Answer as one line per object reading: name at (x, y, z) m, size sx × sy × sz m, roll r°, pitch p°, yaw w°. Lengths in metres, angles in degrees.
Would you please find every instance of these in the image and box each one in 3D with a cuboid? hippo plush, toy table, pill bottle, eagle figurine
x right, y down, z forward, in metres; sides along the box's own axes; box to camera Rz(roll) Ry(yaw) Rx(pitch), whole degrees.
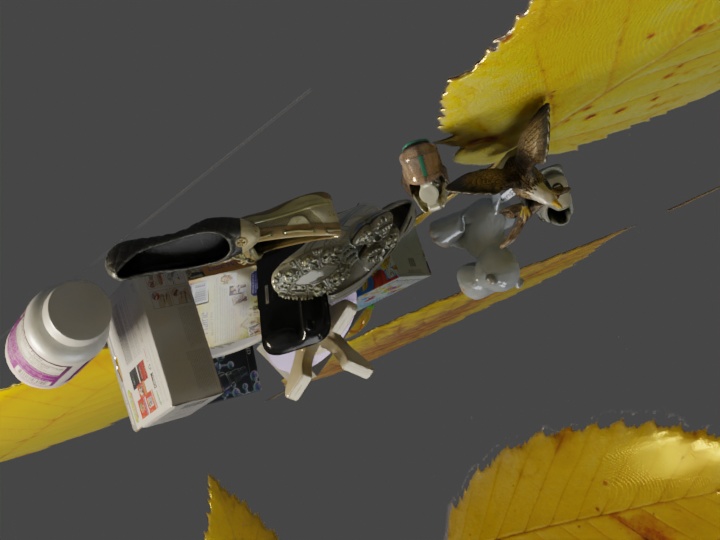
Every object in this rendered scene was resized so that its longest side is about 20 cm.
hippo plush at (0.233, -0.038, 1.515) m, size 0.158 × 0.162 × 0.199 m, roll -6°, pitch 163°, yaw -45°
toy table at (-0.070, 0.102, 1.358) m, size 0.182 × 0.117 × 0.201 m, roll 14°, pitch 114°, yaw -19°
pill bottle at (-0.405, 0.084, 1.176) m, size 0.112 × 0.113 × 0.200 m, roll -10°, pitch 165°, yaw -37°
eagle figurine at (0.212, -0.130, 1.161) m, size 0.150 × 0.153 × 0.200 m, roll 5°, pitch 163°, yaw 34°

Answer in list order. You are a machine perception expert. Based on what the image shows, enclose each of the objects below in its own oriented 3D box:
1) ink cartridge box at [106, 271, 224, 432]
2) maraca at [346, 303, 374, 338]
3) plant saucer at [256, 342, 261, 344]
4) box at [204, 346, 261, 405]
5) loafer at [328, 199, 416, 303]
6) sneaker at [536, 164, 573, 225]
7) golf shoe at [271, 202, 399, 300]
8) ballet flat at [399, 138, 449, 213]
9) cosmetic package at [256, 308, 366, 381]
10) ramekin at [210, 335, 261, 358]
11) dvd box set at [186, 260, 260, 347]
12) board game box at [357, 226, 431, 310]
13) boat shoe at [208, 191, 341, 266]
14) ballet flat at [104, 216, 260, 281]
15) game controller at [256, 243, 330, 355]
ink cartridge box at (-0.297, 0.116, 1.271) m, size 0.083 × 0.202 × 0.175 m, roll -11°, pitch 166°, yaw -37°
maraca at (-0.068, 0.091, 1.765) m, size 0.198 × 0.108 × 0.137 m, roll -12°, pitch 167°, yaw 8°
plant saucer at (-0.158, 0.141, 1.765) m, size 0.199 × 0.039 × 0.201 m, roll 14°, pitch 171°, yaw 2°
box at (-0.306, 0.177, 1.627) m, size 0.199 × 0.150 × 0.107 m, roll -11°, pitch 177°, yaw -38°
loafer at (0.007, -0.034, 1.288) m, size 0.200 × 0.070 × 0.070 m, roll -48°, pitch 172°, yaw -17°
sneaker at (0.331, -0.114, 1.519) m, size 0.073 × 0.089 × 0.200 m, roll -22°, pitch 170°, yaw 6°
golf shoe at (-0.045, -0.031, 1.224) m, size 0.199 × 0.097 × 0.079 m, roll -28°, pitch 130°, yaw -17°
ballet flat at (0.088, -0.115, 1.167) m, size 0.067 × 0.068 × 0.200 m, roll -20°, pitch 169°, yaw 10°
cosmetic package at (-0.082, 0.098, 1.563) m, size 0.090 × 0.107 × 0.200 m, roll -34°, pitch -167°, yaw 49°
ramekin at (-0.245, 0.089, 1.496) m, size 0.201 × 0.095 × 0.202 m, roll -19°, pitch 168°, yaw -4°
dvd box set at (-0.190, 0.047, 1.364) m, size 0.198 × 0.029 × 0.147 m, roll -14°, pitch 131°, yaw -24°
board game box at (0.000, 0.000, 1.460) m, size 0.199 × 0.104 × 0.104 m, roll -27°, pitch 166°, yaw 32°
boat shoe at (-0.124, -0.042, 1.170) m, size 0.199 × 0.064 × 0.073 m, roll -20°, pitch 168°, yaw 5°
ballet flat at (-0.220, -0.020, 1.095) m, size 0.198 × 0.057 × 0.067 m, roll -15°, pitch 127°, yaw -16°
game controller at (-0.100, 0.029, 1.252) m, size 0.104 × 0.201 × 0.042 m, roll -24°, pitch 138°, yaw 17°
